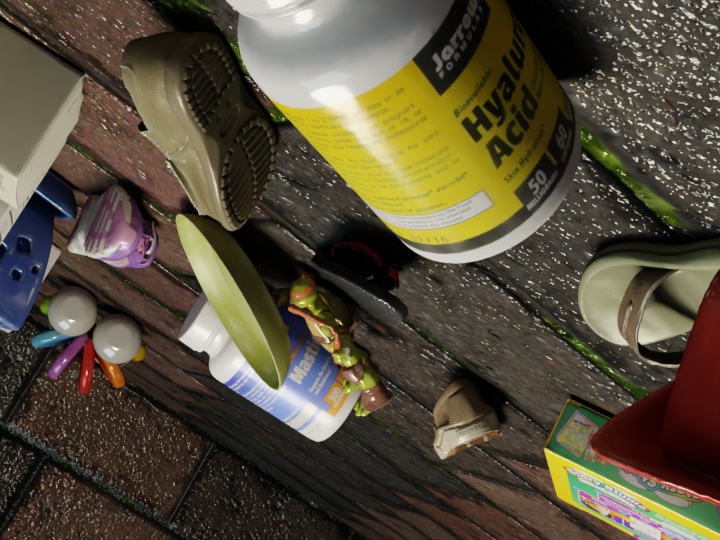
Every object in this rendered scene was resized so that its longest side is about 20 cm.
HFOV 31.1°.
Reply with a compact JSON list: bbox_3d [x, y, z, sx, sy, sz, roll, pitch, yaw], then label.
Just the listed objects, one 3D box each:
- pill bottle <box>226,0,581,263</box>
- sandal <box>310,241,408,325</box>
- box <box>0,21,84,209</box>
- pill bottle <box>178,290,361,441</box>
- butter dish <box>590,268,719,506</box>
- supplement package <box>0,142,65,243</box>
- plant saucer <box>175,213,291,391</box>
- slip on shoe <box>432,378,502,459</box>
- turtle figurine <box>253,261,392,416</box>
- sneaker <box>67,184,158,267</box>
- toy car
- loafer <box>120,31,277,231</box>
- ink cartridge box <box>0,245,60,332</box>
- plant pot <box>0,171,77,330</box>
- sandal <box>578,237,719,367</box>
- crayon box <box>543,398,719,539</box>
[{"bbox_3d":[0.014,-0.099,0.583,0.110,0.112,0.200,16,160,43],"label":"pill bottle"},{"bbox_3d":[0.000,0.000,1.096,0.075,0.045,0.200,40,178,-14],"label":"sandal"},{"bbox_3d":[-0.348,-0.159,1.101,0.199,0.110,0.128,33,165,-7],"label":"box"},{"bbox_3d":[-0.099,0.094,1.442,0.199,0.113,0.112,34,165,-13],"label":"pill bottle"},{"bbox_3d":[0.228,0.026,0.543,0.198,0.150,0.198,19,-154,40],"label":"butter dish"},{"bbox_3d":[-0.371,-0.083,1.215,0.113,0.202,0.109,33,165,-8],"label":"supplement package"},{"bbox_3d":[-0.121,0.026,1.288,0.201,0.031,0.201,54,164,22],"label":"plant saucer"},{"bbox_3d":[0.106,0.156,1.360,0.200,0.075,0.061,65,-177,-78],"label":"slip on shoe"},{"bbox_3d":[-0.032,0.058,1.282,0.162,0.064,0.200,57,166,-30],"label":"turtle figurine"},{"bbox_3d":[-0.255,-0.038,1.401,0.088,0.081,0.200,28,172,-19],"label":"sneaker"},{"bbox_3d":[-0.474,0.128,2.215,0.199,0.151,0.175,32,166,-7],"label":"toy car"},{"bbox_3d":[-0.112,-0.103,0.909,0.067,0.076,0.201,25,154,21],"label":"loafer"},{"bbox_3d":[-0.582,-0.029,1.917,0.145,0.148,0.200,11,155,51],"label":"ink cartridge box"},{"bbox_3d":[-0.456,-0.064,1.488,0.199,0.181,0.199,39,164,-31],"label":"plant pot"},{"bbox_3d":[0.183,0.024,0.761,0.079,0.058,0.201,34,165,-12],"label":"sandal"},{"bbox_3d":[0.274,0.207,1.190,0.198,0.059,0.173,24,163,21],"label":"crayon box"}]
